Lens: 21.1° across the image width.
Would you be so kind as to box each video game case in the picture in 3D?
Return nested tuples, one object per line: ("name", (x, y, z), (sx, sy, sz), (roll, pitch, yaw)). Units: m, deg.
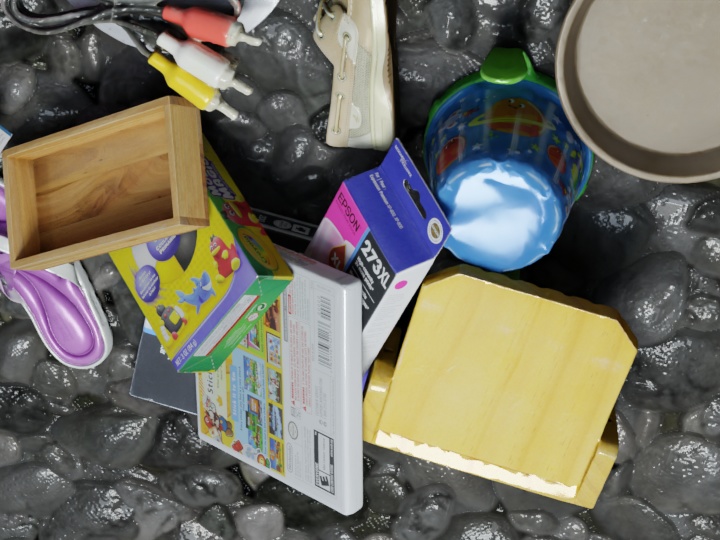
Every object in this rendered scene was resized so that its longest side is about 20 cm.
("video game case", (-0.067, 0.074, 1.537), (0.182, 0.023, 0.200), (22, 123, 40))

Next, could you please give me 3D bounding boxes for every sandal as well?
("sandal", (-0.275, 0.003, 1.626), (0.082, 0.050, 0.203), (-28, 111, 22))

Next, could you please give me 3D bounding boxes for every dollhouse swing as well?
("dollhouse swing", (0.115, 0.068, 1.542), (0.200, 0.182, 0.176), (16, 109, 0))

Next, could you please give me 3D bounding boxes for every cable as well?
("cable", (-0.166, -0.186, 1.425), (0.200, 0.050, 0.097), (19, 120, -4))

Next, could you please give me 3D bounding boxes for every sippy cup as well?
("sippy cup", (0.109, -0.068, 1.476), (0.140, 0.130, 0.178), (-30, 111, 24))

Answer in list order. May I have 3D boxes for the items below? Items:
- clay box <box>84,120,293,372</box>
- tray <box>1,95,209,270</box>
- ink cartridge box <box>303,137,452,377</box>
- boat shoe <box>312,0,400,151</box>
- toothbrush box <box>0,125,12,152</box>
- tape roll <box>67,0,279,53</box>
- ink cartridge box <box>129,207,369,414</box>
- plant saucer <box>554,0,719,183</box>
("clay box", (-0.144, -0.032, 1.519), (0.115, 0.048, 0.200), (-49, 60, 28))
("tray", (-0.202, -0.065, 1.517), (0.200, 0.037, 0.099), (-13, 79, 41))
("ink cartridge box", (0.000, 0.000, 1.487), (0.037, 0.095, 0.200), (-6, 143, -35))
("boat shoe", (-0.006, -0.180, 1.468), (0.065, 0.072, 0.200), (1, 125, 7))
("toothbrush box", (-0.399, -0.104, 1.507), (0.200, 0.147, 0.085), (39, 152, -20))
("tape roll", (-0.139, -0.265, 1.443), (0.200, 0.066, 0.201), (4, 121, 7))
("ink cartridge box", (-0.080, 0.045, 1.622), (0.200, 0.043, 0.198), (15, 119, 0))
("plant saucer", (0.244, -0.161, 1.446), (0.200, 0.029, 0.200), (0, 117, 0))
